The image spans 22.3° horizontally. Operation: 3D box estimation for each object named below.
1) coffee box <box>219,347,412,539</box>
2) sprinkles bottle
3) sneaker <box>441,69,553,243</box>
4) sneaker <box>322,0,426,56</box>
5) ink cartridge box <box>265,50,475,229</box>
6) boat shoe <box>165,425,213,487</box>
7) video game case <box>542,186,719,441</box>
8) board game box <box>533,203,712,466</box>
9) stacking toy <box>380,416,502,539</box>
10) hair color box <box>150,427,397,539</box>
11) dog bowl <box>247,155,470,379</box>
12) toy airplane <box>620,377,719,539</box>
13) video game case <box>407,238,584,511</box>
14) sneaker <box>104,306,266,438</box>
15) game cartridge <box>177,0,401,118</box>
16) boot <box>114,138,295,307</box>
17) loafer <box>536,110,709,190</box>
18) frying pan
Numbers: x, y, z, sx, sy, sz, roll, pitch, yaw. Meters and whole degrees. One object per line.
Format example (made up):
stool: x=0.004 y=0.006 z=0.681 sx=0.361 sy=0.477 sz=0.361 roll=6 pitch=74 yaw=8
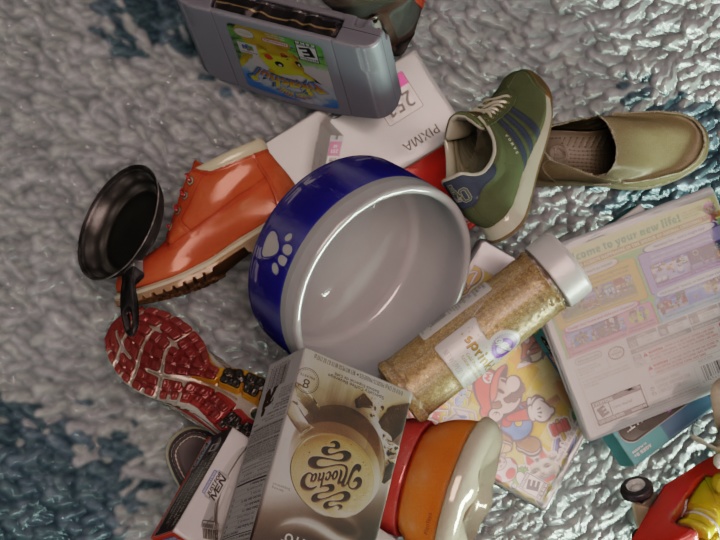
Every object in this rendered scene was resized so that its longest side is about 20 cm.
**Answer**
coffee box: x=-0.040 y=0.183 z=1.565 sx=0.113 sy=0.080 sz=0.200 roll=24 pitch=65 yaw=-20
sprinkles bottle: x=0.112 y=0.051 z=1.646 sx=0.200 sy=0.068 sz=0.068 roll=-38 pitch=92 yaw=-1
sneaker: x=0.122 y=-0.128 z=1.694 sx=0.090 sy=0.067 sz=0.200 roll=39 pitch=47 yaw=-30
sneaker: x=0.015 y=-0.229 z=1.676 sx=0.077 sy=0.200 sz=0.082 roll=9 pitch=95 yaw=20
ink cartridge box: x=0.014 y=-0.083 z=1.733 sx=0.200 sy=0.044 sz=0.174 roll=-33 pitch=90 yaw=-10
boat shoe: x=-0.101 y=0.224 z=1.676 sx=0.072 sy=0.065 sz=0.200 roll=-38 pitch=92 yaw=-10
video game case: x=0.269 y=0.040 z=1.706 sx=0.200 sy=0.022 sz=0.182 roll=-20 pitch=89 yaw=-9
board game box: x=0.257 y=0.062 z=1.737 sx=0.151 sy=0.047 sz=0.200 roll=-35 pitch=91 yaw=-11
stacking toy: x=0.020 y=0.179 z=1.677 sx=0.200 sy=0.146 sz=0.146 roll=17 pitch=82 yaw=14
hair color box: x=-0.070 y=0.241 z=1.615 sx=0.200 sy=0.064 sz=0.111 roll=37 pitch=63 yaw=-14
dog bowl: x=0.000 y=0.000 z=1.649 sx=0.200 sy=0.079 sz=0.200 roll=-22 pitch=129 yaw=-31
toy airplane: x=0.358 y=0.209 z=1.705 sx=0.200 sy=0.141 sz=0.199 roll=19 pitch=98 yaw=-37
video game case: x=0.145 y=0.100 z=1.749 sx=0.182 sy=0.023 sz=0.200 roll=30 pitch=81 yaw=-6
sneaker: x=-0.151 y=0.108 z=1.675 sx=0.200 sy=0.082 sz=0.078 roll=35 pitch=75 yaw=12
game cartridge: x=-0.064 y=-0.198 z=1.664 sx=0.200 sy=0.133 sz=0.040 roll=16 pitch=70 yaw=18
boot: x=-0.150 y=-0.041 z=1.678 sx=0.200 sy=0.075 sz=0.107 roll=-29 pitch=86 yaw=4
loafer: x=0.246 y=-0.114 z=1.761 sx=0.200 sy=0.067 sz=0.076 roll=-8 pitch=87 yaw=-10
frying pan: x=-0.199 y=-0.025 z=1.635 sx=0.031 sy=0.190 sz=0.115 roll=28 pitch=100 yaw=-38
